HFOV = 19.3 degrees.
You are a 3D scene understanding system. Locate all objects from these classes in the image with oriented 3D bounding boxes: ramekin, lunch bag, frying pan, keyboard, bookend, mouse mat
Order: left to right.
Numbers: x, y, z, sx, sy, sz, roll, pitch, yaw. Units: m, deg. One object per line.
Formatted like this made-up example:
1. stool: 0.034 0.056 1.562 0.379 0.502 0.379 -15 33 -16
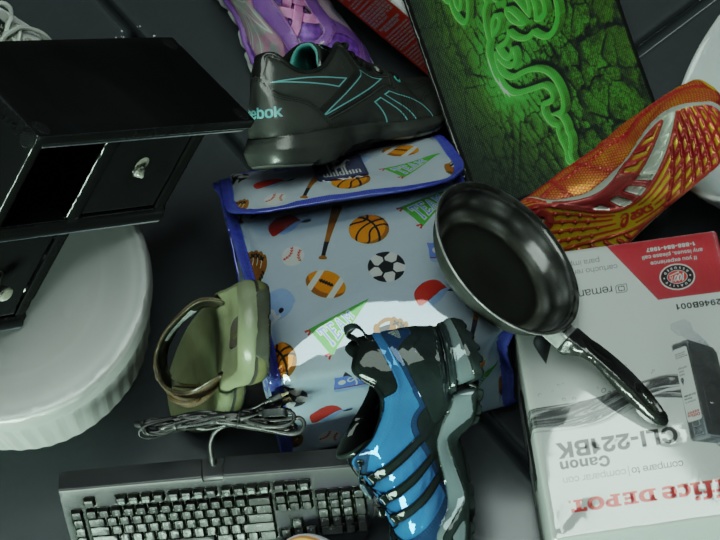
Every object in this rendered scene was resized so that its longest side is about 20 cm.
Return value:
1. ramekin: -0.233 0.028 1.435 0.202 0.094 0.203 -2 64 4
2. bookend: -0.202 -0.042 1.350 0.092 0.199 0.200 45 119 23
3. keyboard: -0.093 0.136 1.355 0.199 0.127 0.021 -6 33 2
4. lunch bag: 0.000 0.000 1.414 0.169 0.124 0.200 -11 54 -6
5. mouse mat: 0.119 -0.152 1.480 0.161 0.008 0.201 -18 85 -21
6. frying pan: 0.118 0.016 1.338 0.190 0.031 0.115 35 38 -16

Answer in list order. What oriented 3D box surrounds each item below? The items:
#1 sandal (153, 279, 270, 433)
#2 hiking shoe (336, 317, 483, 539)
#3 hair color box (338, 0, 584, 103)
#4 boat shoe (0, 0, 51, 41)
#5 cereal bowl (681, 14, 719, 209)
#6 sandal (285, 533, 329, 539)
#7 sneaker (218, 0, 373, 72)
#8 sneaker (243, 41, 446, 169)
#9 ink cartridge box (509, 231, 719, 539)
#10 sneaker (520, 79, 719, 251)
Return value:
1. sandal: -0.101 0.050 1.354 0.057 0.201 0.080 -3 73 -17
2. hiking shoe: 0.026 0.124 1.328 0.086 0.074 0.201 -1 106 -8
3. hair color box: 0.050 -0.215 1.505 0.200 0.064 0.111 40 71 -8
4. boat shoe: -0.260 -0.159 1.536 0.202 0.086 0.075 40 73 22
5. cereal bowl: 0.305 -0.118 1.428 0.083 0.200 0.201 29 62 -26
6. sandal: 0.002 0.245 1.312 0.207 0.059 0.079 43 100 26
7. sneaker: -0.060 -0.196 1.536 0.080 0.089 0.200 -29 66 -11
8. sneaker: -0.005 -0.120 1.444 0.075 0.200 0.080 -5 99 36
9. ink cartridge box: 0.177 0.089 1.372 0.144 0.084 0.201 -8 64 0
10. sneaker: 0.170 -0.052 1.438 0.200 0.077 0.073 -33 103 18
